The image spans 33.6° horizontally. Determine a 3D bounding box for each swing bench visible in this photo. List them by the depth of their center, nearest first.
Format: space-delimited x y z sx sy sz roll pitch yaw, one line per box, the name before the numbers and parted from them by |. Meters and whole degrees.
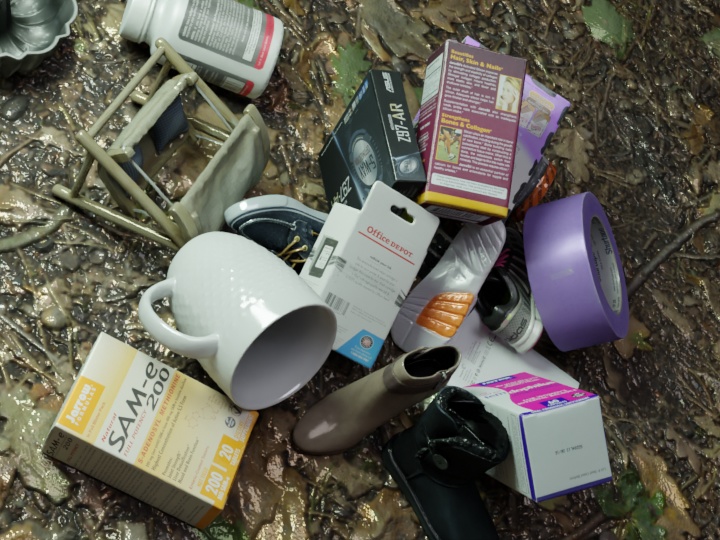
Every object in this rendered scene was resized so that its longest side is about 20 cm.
swing bench | -0.224 -0.131 1.434 0.199 0.130 0.200 35 51 -7

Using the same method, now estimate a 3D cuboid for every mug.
mug | -0.152 0.047 1.321 0.198 0.149 0.175 -10 43 -44

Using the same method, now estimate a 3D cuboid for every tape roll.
tape roll | 0.291 0.002 1.602 0.200 0.084 0.203 46 36 -50

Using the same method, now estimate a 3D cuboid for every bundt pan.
bundt pan | -0.450 -0.318 1.451 0.199 0.076 0.204 14 56 -22

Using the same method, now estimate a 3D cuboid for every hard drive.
hard drive | 0.186 0.143 1.565 0.199 0.027 0.133 35 52 -6

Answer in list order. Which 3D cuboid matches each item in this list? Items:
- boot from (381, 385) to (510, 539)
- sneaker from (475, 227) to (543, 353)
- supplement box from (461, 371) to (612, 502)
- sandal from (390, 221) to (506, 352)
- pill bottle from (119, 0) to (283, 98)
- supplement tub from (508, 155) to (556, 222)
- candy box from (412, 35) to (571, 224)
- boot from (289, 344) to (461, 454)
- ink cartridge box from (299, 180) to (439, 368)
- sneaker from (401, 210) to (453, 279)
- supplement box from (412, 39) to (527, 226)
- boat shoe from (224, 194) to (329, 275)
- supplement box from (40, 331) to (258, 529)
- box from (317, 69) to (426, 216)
boot | 0.123 0.244 1.382 0.076 0.168 0.201 -32 81 -37
sneaker | 0.191 0.012 1.594 0.087 0.074 0.202 26 44 -28
supplement box | 0.200 0.192 1.412 0.100 0.200 0.105 -12 95 -17
sandal | 0.123 0.024 1.539 0.079 0.059 0.208 37 91 17
pill bottle | -0.208 -0.309 1.556 0.198 0.111 0.112 19 55 -18
supplement tub | 0.169 -0.163 1.671 0.199 0.123 0.123 35 52 -6
candy box | 0.153 -0.174 1.571 0.167 0.072 0.202 31 84 -7
boot | 0.024 0.143 1.399 0.198 0.146 0.071 -24 77 -36
ink cartridge box | 0.000 0.000 1.442 0.115 0.066 0.202 29 86 -32
sneaker | 0.088 -0.058 1.601 0.201 0.077 0.079 50 40 4
supplement box | 0.131 -0.168 1.477 0.109 0.086 0.203 10 82 -14
boat shoe | -0.080 -0.029 1.459 0.199 0.070 0.092 12 56 -51
supplement box | -0.225 0.174 1.292 0.198 0.074 0.127 28 52 -11
box | 0.011 -0.130 1.515 0.043 0.200 0.162 0 63 -24
